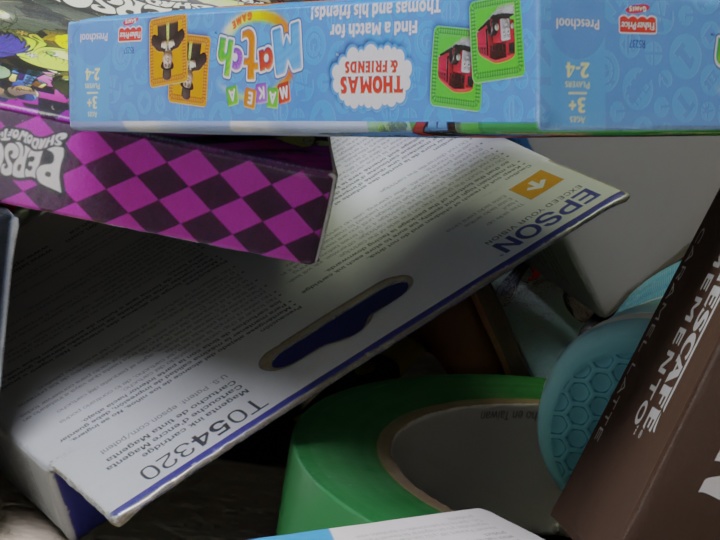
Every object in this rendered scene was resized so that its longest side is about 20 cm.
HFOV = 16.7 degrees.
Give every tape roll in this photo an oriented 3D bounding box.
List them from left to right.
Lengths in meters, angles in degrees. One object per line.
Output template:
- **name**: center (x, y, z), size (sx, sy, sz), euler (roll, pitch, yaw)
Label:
- **tape roll**: center (0.074, 0.085, 0.744), size (0.200, 0.048, 0.200), euler (8, 15, -2)

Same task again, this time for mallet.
- **mallet**: center (0.020, 0.038, 0.934), size (0.066, 0.041, 0.200), euler (12, 19, 10)

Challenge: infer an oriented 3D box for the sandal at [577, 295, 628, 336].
- **sandal**: center (0.168, 0.062, 0.852), size (0.200, 0.048, 0.075), euler (21, 47, 26)

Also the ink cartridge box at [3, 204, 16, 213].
- **ink cartridge box**: center (-0.234, -0.076, 0.892), size (0.200, 0.084, 0.144), euler (0, 38, -39)

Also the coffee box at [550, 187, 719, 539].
- **coffee box**: center (0.164, 0.062, 0.610), size (0.200, 0.115, 0.080), euler (26, 1, -6)

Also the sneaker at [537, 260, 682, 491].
- **sneaker**: center (0.159, 0.037, 0.726), size (0.199, 0.080, 0.131), euler (12, 16, 9)

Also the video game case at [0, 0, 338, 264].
- **video game case**: center (-0.111, -0.066, 0.795), size (0.199, 0.036, 0.181), euler (12, 21, -8)

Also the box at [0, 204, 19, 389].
- **box**: center (-0.227, 0.014, 0.733), size (0.199, 0.107, 0.148), euler (-3, 18, -34)

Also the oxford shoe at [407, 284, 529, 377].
- **oxford shoe**: center (0.000, 0.000, 0.918), size (0.071, 0.071, 0.200), euler (-30, 33, -11)

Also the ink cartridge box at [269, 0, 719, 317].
- **ink cartridge box**: center (0.064, -0.113, 0.917), size (0.145, 0.147, 0.200), euler (-39, 39, -10)

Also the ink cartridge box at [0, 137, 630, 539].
- **ink cartridge box**: center (-0.038, 0.010, 0.816), size (0.196, 0.043, 0.200), euler (-31, 32, -18)

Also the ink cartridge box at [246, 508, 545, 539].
- **ink cartridge box**: center (0.048, 0.122, 0.546), size (0.115, 0.068, 0.200), euler (-3, 18, -40)

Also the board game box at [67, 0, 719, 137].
- **board game box**: center (0.037, -0.054, 0.663), size (0.151, 0.037, 0.200), euler (-3, 5, -37)

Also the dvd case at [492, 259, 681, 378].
- **dvd case**: center (0.113, 0.003, 0.955), size (0.145, 0.022, 0.200), euler (-5, 38, -15)

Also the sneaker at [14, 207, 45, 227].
- **sneaker**: center (-0.081, -0.025, 1.027), size (0.199, 0.079, 0.079), euler (13, 15, -31)
